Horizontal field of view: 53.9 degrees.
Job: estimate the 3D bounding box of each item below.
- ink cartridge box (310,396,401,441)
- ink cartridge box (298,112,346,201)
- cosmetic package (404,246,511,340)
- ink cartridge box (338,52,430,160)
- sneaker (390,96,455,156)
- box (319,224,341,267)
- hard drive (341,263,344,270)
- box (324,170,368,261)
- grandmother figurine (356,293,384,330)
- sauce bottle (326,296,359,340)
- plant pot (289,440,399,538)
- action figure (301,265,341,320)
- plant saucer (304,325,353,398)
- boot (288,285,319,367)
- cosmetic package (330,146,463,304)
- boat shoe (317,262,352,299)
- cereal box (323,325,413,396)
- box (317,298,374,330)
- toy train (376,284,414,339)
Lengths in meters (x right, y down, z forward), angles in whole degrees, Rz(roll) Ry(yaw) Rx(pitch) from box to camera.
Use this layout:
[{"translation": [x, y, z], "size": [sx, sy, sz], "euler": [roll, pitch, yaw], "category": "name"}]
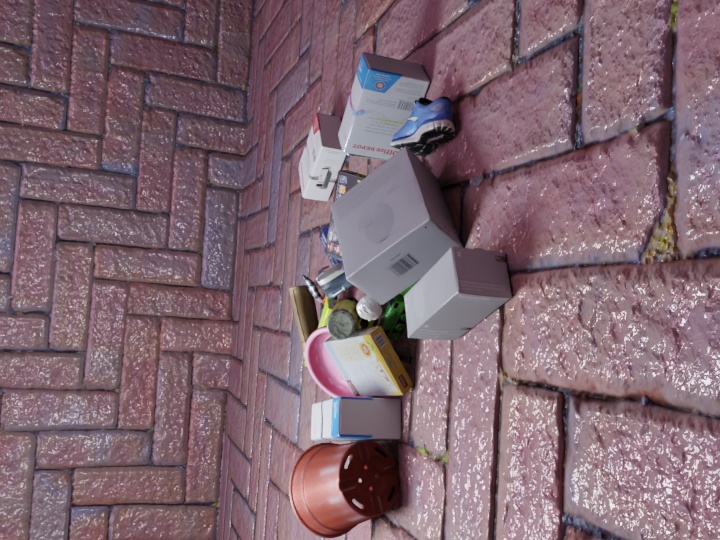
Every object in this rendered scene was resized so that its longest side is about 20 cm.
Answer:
[{"translation": [-0.014, 0.327, 1.541], "size": [0.200, 0.141, 0.087], "euler": [146, 128, -64], "category": "ink cartridge box"}, {"translation": [-0.111, -0.325, 2.047], "size": [0.202, 0.081, 0.149], "euler": [117, 151, -45], "category": "ink cartridge box"}, {"translation": [0.158, 0.043, 1.191], "size": [0.200, 0.104, 0.092], "euler": [129, 141, -60], "category": "cosmetic package"}, {"translation": [0.046, -0.349, 1.532], "size": [0.086, 0.141, 0.203], "euler": [-109, 31, -47], "category": "ink cartridge box"}, {"translation": [0.128, -0.290, 1.416], "size": [0.199, 0.077, 0.092], "euler": [-14, 65, 60], "category": "sneaker"}, {"translation": [-0.065, -0.047, 1.788], "size": [0.123, 0.032, 0.200], "euler": [65, 172, 2], "category": "box"}, {"translation": [0.048, -0.076, 1.479], "size": [0.133, 0.042, 0.204], "euler": [18, 86, 33], "category": "hard drive"}, {"translation": [0.005, -0.113, 1.618], "size": [0.158, 0.044, 0.205], "euler": [21, 108, 32], "category": "box"}, {"translation": [0.024, 0.070, 1.494], "size": [0.200, 0.059, 0.124], "euler": [-13, -61, -83], "category": "grandmother figurine"}, {"translation": [-0.031, 0.095, 1.527], "size": [0.200, 0.063, 0.066], "euler": [-62, -18, -78], "category": "sauce bottle"}, {"translation": [-0.024, 0.453, 1.504], "size": [0.195, 0.197, 0.206], "euler": [-36, 51, 53], "category": "plant pot"}, {"translation": [-0.084, 0.092, 1.831], "size": [0.200, 0.102, 0.198], "euler": [-168, 64, -74], "category": "action figure"}, {"translation": [-0.035, 0.209, 1.630], "size": [0.051, 0.198, 0.203], "euler": [-43, -20, -50], "category": "plant saucer"}, {"translation": [-0.120, 0.145, 1.852], "size": [0.175, 0.065, 0.205], "euler": [25, -128, -75], "category": "boot"}, {"translation": [0.064, -0.084, 1.343], "size": [0.198, 0.122, 0.203], "euler": [-34, 46, 22], "category": "cosmetic package"}, {"translation": [0.000, 0.000, 1.556], "size": [0.063, 0.197, 0.075], "euler": [58, -171, -17], "category": "boat shoe"}, {"translation": [0.013, 0.196, 1.498], "size": [0.199, 0.039, 0.146], "euler": [-15, 107, 57], "category": "cereal box"}, {"translation": [-0.049, 0.168, 1.701], "size": [0.048, 0.119, 0.203], "euler": [-95, 20, -56], "category": "box"}, {"translation": [0.082, 0.072, 1.463], "size": [0.042, 0.055, 0.202], "euler": [-105, 28, -43], "category": "toy train"}]
